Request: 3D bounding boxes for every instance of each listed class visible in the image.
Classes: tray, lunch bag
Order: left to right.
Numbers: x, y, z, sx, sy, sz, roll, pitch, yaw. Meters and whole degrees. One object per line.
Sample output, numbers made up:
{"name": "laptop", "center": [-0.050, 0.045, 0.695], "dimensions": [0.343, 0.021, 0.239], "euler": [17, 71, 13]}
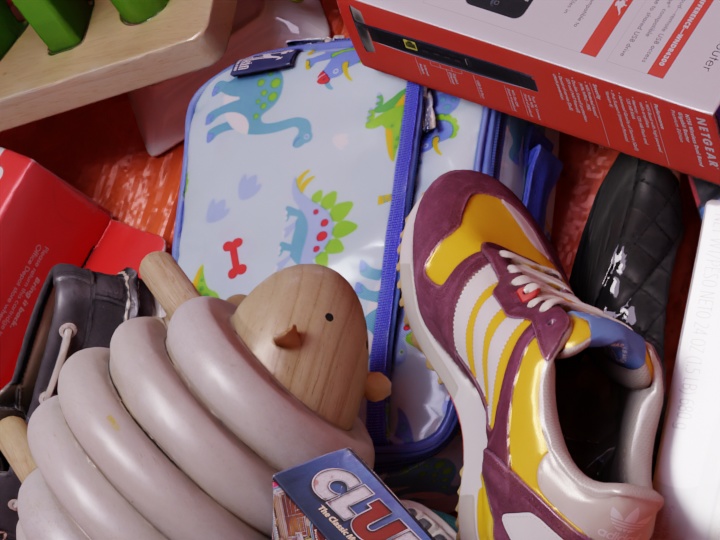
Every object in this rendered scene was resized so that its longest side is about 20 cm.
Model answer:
{"name": "tray", "center": [-0.087, -0.158, 1.416], "dimensions": [0.107, 0.022, 0.201], "euler": [-31, 54, 16]}
{"name": "lunch bag", "center": [0.000, 0.000, 1.243], "dimensions": [0.160, 0.082, 0.201], "euler": [-3, 67, 29]}

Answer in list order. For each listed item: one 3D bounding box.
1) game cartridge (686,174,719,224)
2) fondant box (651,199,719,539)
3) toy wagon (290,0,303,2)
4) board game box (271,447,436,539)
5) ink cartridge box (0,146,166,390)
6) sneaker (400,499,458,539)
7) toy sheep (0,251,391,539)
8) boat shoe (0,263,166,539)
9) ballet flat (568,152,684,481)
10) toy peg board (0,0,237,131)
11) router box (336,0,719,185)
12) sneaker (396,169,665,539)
{"name": "game cartridge", "center": [0.197, -0.024, 1.156], "dimensions": [0.129, 0.038, 0.201], "euler": [-24, 56, 16]}
{"name": "fondant box", "center": [0.209, 0.059, 1.061], "dimensions": [0.199, 0.058, 0.145], "euler": [8, 82, 28]}
{"name": "toy wagon", "center": [0.048, -0.161, 1.306], "dimensions": [0.200, 0.040, 0.155], "euler": [34, 79, 39]}
{"name": "board game box", "center": [0.015, 0.180, 1.079], "dimensions": [0.034, 0.201, 0.135], "euler": [-21, 45, -26]}
{"name": "ink cartridge box", "center": [-0.197, -0.004, 1.380], "dimensions": [0.199, 0.067, 0.117], "euler": [20, 78, 39]}
{"name": "sneaker", "center": [0.070, 0.158, 1.117], "dimensions": [0.078, 0.079, 0.200], "euler": [-51, 54, 18]}
{"name": "toy sheep", "center": [-0.070, 0.079, 1.135], "dimensions": [0.200, 0.138, 0.138], "euler": [-51, 50, 12]}
{"name": "boat shoe", "center": [-0.137, 0.073, 1.257], "dimensions": [0.200, 0.060, 0.074], "euler": [-55, 30, 39]}
{"name": "ballet flat", "center": [0.110, 0.038, 1.178], "dimensions": [0.057, 0.066, 0.201], "euler": [11, 67, -10]}
{"name": "toy peg board", "center": [-0.154, -0.170, 1.355], "dimensions": [0.199, 0.098, 0.200], "euler": [-15, 44, 25]}
{"name": "router box", "center": [0.116, -0.145, 1.199], "dimensions": [0.179, 0.049, 0.200], "euler": [22, 64, 31]}
{"name": "sneaker", "center": [0.072, 0.030, 1.106], "dimensions": [0.090, 0.075, 0.201], "euler": [-51, 41, 41]}
